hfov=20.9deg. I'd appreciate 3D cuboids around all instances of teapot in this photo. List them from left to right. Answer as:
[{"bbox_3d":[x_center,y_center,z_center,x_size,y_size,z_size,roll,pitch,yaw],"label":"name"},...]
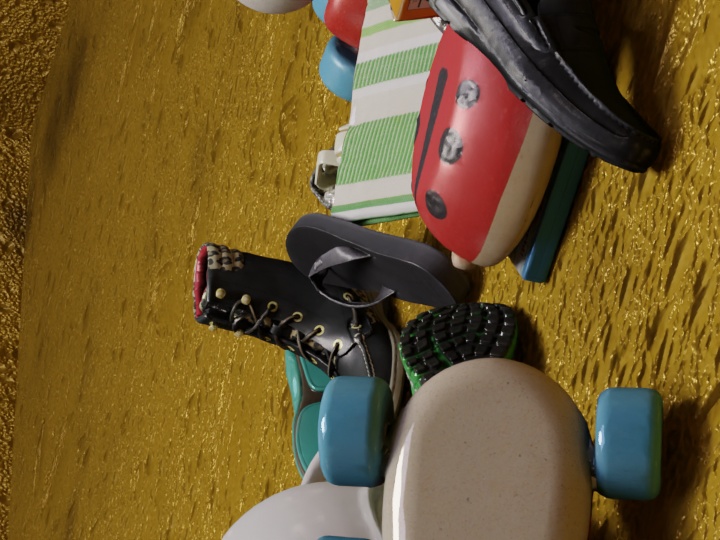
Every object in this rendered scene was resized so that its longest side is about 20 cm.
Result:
[{"bbox_3d":[0.010,0.206,1.262,0.146,0.200,0.197,-38,-7,11],"label":"teapot"}]

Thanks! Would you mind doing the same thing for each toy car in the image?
[{"bbox_3d":[-0.047,-0.266,1.592,0.177,0.200,0.185,-97,24,-43],"label":"toy car"},{"bbox_3d":[0.078,0.155,1.110,0.200,0.184,0.177,62,-149,-70],"label":"toy car"}]

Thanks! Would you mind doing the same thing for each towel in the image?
[{"bbox_3d":[0.042,-0.135,1.439,0.152,0.023,0.201,-7,71,53],"label":"towel"}]

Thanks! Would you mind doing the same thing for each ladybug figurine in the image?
[{"bbox_3d":[0.081,-0.098,1.265,0.136,0.072,0.201,-145,66,-71],"label":"ladybug figurine"}]

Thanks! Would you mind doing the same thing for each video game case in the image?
[{"bbox_3d":[0.111,-0.097,1.324,0.200,0.018,0.143,-116,40,-63],"label":"video game case"}]

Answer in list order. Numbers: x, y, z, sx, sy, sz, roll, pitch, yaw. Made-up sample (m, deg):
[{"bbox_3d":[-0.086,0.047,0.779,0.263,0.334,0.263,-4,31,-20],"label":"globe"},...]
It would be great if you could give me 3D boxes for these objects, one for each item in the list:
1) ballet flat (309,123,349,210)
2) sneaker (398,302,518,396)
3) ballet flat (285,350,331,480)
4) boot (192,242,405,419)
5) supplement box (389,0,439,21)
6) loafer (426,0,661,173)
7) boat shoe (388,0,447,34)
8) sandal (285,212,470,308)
[{"bbox_3d":[0.004,-0.089,1.578,0.200,0.072,0.072,146,132,-67],"label":"ballet flat"},{"bbox_3d":[0.066,0.093,1.259,0.200,0.078,0.085,-83,-16,-52],"label":"sneaker"},{"bbox_3d":[-0.023,0.120,1.577,0.200,0.067,0.071,-100,1,-48],"label":"ballet flat"},{"bbox_3d":[-0.051,0.052,1.524,0.204,0.153,0.074,-104,29,-55],"label":"boot"},{"bbox_3d":[0.059,-0.243,1.222,0.200,0.069,0.067,114,143,-57],"label":"supplement box"},{"bbox_3d":[0.112,-0.137,1.161,0.070,0.068,0.201,-49,61,17],"label":"loafer"},{"bbox_3d":[0.042,-0.212,1.384,0.065,0.073,0.200,-53,38,9],"label":"boat shoe"},{"bbox_3d":[0.000,0.000,1.444,0.043,0.076,0.200,-52,29,-17],"label":"sandal"}]
